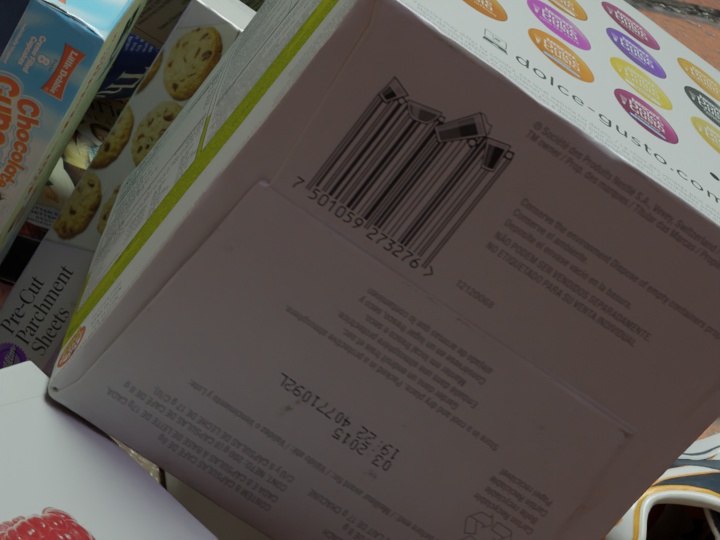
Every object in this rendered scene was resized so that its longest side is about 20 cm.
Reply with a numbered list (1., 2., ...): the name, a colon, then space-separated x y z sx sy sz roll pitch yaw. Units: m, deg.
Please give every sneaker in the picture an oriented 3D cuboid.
1. sneaker: 0.184 0.128 1.343 0.200 0.079 0.079 -1 35 -34

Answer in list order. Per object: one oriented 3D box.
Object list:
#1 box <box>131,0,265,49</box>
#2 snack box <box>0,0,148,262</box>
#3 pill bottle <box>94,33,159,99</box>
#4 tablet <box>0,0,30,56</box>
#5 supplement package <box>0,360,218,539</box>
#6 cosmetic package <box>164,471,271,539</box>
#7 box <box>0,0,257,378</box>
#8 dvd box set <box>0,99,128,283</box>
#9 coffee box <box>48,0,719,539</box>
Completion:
1. box: -0.068 -0.149 1.185 0.200 0.095 0.078 31 59 -22
2. snack box: -0.148 -0.052 1.112 0.037 0.200 0.116 31 29 -4
3. pill bottle: -0.133 -0.143 1.338 0.200 0.111 0.111 -3 43 -51
4. tablet: -0.205 -0.121 1.214 0.130 0.200 0.014 34 -8 0
5. supplement package: -0.108 0.146 0.903 0.200 0.120 0.121 41 26 18
6. cosmetic package: -0.028 0.093 1.122 0.074 0.102 0.200 24 27 -24
7. box: -0.102 -0.030 1.137 0.041 0.200 0.039 36 18 3
8. dvd box set: -0.142 -0.049 1.331 0.146 0.029 0.200 19 29 -28
9. coffee box: 0.029 -0.012 1.009 0.200 0.200 0.198 35 21 -12
